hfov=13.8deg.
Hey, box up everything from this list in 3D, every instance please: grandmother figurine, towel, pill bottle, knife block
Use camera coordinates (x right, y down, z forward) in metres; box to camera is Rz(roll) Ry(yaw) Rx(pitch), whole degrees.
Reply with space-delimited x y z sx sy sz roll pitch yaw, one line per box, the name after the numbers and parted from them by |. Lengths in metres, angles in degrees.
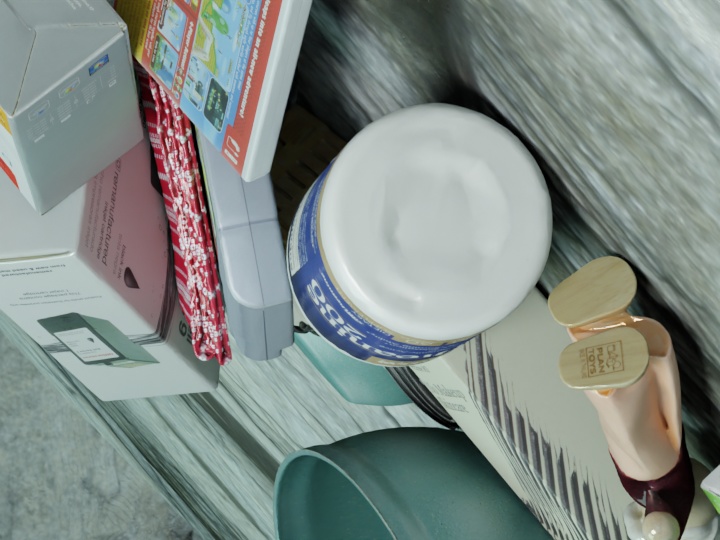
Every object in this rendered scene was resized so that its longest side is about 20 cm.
0.142 0.083 1.454 0.200 0.060 0.122 60 -152 -54 | grandmother figurine
-0.106 -0.057 1.656 0.145 0.022 0.201 -127 27 -75 | towel
0.022 -0.011 1.464 0.111 0.111 0.200 47 169 0 | pill bottle
0.000 0.000 1.704 0.200 0.064 0.176 38 164 40 | knife block

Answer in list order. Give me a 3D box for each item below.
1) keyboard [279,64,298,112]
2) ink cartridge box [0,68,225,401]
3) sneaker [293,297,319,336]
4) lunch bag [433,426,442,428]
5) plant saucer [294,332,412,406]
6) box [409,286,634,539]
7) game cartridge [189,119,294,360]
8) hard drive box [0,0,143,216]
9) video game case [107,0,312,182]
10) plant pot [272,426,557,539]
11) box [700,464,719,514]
-0.088 -0.157 1.510 0.200 0.039 0.105 28 132 43 | keyboard
-0.151 -0.028 1.752 0.083 0.147 0.200 -5 154 21 | ink cartridge box
-0.025 0.015 1.790 0.200 0.088 0.076 49 167 -16 | sneaker
0.042 0.217 1.925 0.161 0.200 0.082 41 -179 12 | lunch bag
-0.041 0.020 1.928 0.200 0.036 0.200 49 176 4 | plant saucer
0.114 0.095 1.593 0.200 0.068 0.082 49 168 -10 | box
-0.069 -0.063 1.578 0.133 0.041 0.201 105 154 -73 | game cartridge
-0.192 -0.132 1.558 0.156 0.077 0.200 50 171 10 | hard drive box
-0.098 -0.158 1.469 0.200 0.017 0.143 48 144 26 | video game case
0.056 0.173 1.689 0.200 0.134 0.201 47 148 42 | plant pot
0.258 0.180 1.433 0.200 0.036 0.144 53 168 -28 | box
